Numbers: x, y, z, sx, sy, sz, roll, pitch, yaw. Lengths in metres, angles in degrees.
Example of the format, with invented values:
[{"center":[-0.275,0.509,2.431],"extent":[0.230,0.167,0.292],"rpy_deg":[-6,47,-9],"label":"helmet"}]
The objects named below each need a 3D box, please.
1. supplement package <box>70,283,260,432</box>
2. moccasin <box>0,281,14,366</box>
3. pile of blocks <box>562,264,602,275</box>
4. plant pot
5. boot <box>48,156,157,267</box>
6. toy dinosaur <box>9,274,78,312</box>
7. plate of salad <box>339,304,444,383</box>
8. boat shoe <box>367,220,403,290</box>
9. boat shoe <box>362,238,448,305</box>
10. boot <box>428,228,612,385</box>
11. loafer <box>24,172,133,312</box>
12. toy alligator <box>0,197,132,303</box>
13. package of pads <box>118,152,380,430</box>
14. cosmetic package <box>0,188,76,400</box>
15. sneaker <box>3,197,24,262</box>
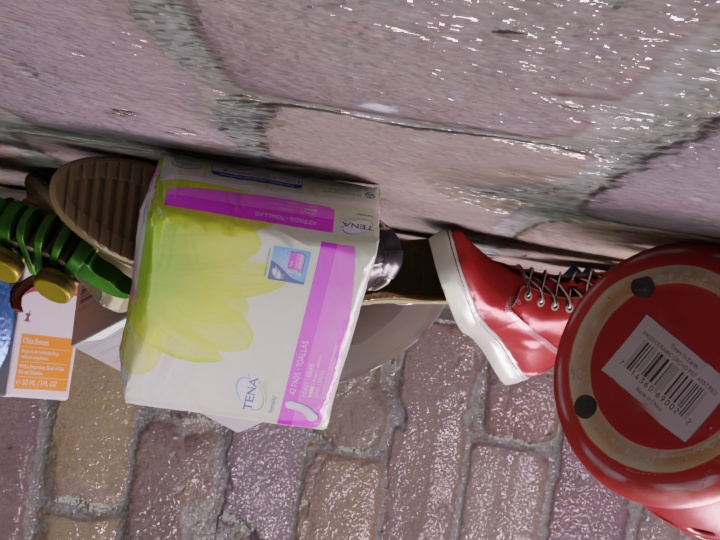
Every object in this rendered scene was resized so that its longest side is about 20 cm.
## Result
[{"center":[-0.135,0.042,1.329],"extent":[0.109,0.114,0.200],"rpy_deg":[-26,137,32],"label":"supplement package"},{"center":[-0.370,0.001,1.443],"extent":[0.080,0.201,0.068],"rpy_deg":[-11,-162,-33],"label":"moccasin"},{"center":[0.230,0.022,1.341],"extent":[0.200,0.082,0.062],"rpy_deg":[18,-134,37],"label":"pile of blocks"},{"center":[0.245,0.081,1.054],"extent":[0.200,0.201,0.182],"rpy_deg":[7,168,33],"label":"plant pot"},{"center":[-0.153,-0.036,1.146],"extent":[0.200,0.073,0.166],"rpy_deg":[18,178,-26],"label":"boot"},{"center":[-0.247,0.004,1.515],"extent":[0.105,0.200,0.182],"rpy_deg":[26,157,42],"label":"toy dinosaur"},{"center":[-0.005,0.050,1.433],"extent":[0.200,0.200,0.048],"rpy_deg":[6,133,44],"label":"plate of salad"},{"center":[-0.021,-0.015,1.166],"extent":[0.060,0.074,0.200],"rpy_deg":[-8,-178,-15],"label":"boat shoe"},{"center":[0.001,-0.002,1.320],"extent":[0.200,0.073,0.063],"rpy_deg":[2,172,0],"label":"boat shoe"},{"center":[0.148,0.010,1.235],"extent":[0.144,0.073,0.200],"rpy_deg":[-21,142,17],"label":"boot"},{"center":[-0.228,-0.025,1.249],"extent":[0.076,0.068,0.200],"rpy_deg":[15,-168,-36],"label":"loafer"},{"center":[-0.254,-0.031,1.110],"extent":[0.200,0.059,0.054],"rpy_deg":[22,148,7],"label":"toy alligator"},{"center":[-0.080,0.020,1.035],"extent":[0.154,0.068,0.200],"rpy_deg":[9,134,-6],"label":"package of pads"},{"center":[-0.332,0.025,1.526],"extent":[0.071,0.201,0.101],"rpy_deg":[6,177,27],"label":"cosmetic package"},{"center":[-0.315,-0.024,1.242],"extent":[0.073,0.077,0.200],"rpy_deg":[51,-178,12],"label":"sneaker"}]
